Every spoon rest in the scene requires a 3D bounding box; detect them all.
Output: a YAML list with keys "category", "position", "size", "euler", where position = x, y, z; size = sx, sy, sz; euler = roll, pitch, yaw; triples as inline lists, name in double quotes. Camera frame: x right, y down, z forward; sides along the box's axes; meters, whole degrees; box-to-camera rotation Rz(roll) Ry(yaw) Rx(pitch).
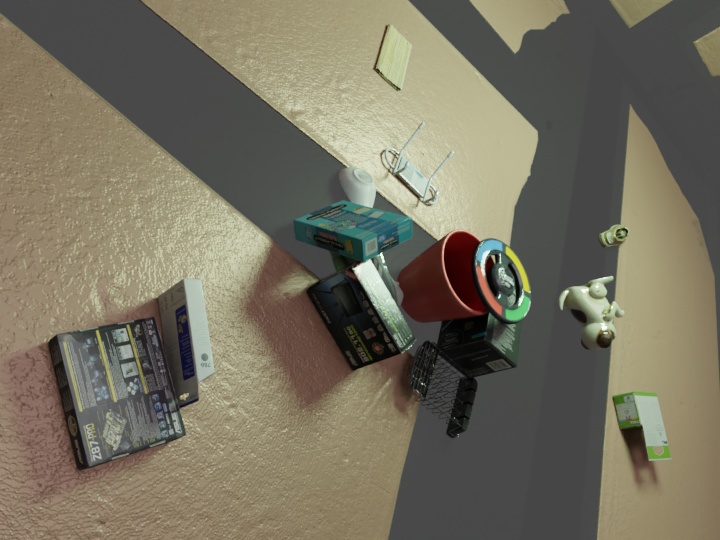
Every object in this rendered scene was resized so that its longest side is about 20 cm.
- category: "spoon rest"
  position: [0.009, -0.163, 1.503]
  size: [0.099, 0.061, 0.201]
  euler: [5, 44, -35]

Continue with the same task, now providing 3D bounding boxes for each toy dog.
- category: "toy dog"
  position: [0.699, 0.136, 1.968]
  size: [0.192, 0.139, 0.202]
  euler: [-9, 77, -31]

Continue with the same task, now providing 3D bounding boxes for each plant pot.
- category: "plant pot"
  position: [0.191, 0.029, 1.513]
  size: [0.199, 0.177, 0.202]
  euler: [19, 59, -35]

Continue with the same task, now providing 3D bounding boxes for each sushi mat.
- category: "sushi mat"
  position: [0.094, -0.592, 1.824]
  size: [0.095, 0.012, 0.201]
  euler: [34, 51, -28]

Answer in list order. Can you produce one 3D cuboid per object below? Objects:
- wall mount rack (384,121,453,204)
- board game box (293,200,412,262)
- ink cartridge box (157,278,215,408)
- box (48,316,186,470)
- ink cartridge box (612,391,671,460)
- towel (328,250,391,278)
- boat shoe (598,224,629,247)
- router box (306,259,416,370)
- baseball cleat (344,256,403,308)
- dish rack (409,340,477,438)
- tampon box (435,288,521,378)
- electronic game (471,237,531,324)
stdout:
- category: "wall mount rack"
  position: [0.159, -0.274, 1.694]
  size: [0.200, 0.074, 0.175]
  euler: [40, 49, -24]
- category: "board game box"
  position: [-0.016, -0.085, 1.353]
  size: [0.150, 0.199, 0.047]
  euler: [-26, 123, -40]
- category: "ink cartridge box"
  position: [-0.286, 0.123, 1.082]
  size: [0.039, 0.099, 0.202]
  euler: [4, 69, -43]
- category: "box"
  position: [-0.371, 0.183, 1.012]
  size: [0.160, 0.049, 0.202]
  euler: [-10, 78, -47]
- category: "ink cartridge box"
  position: [0.858, 0.477, 2.002]
  size: [0.147, 0.075, 0.202]
  euler: [12, 65, -40]
- category: "towel"
  position: [0.000, 0.000, 1.461]
  size: [0.148, 0.031, 0.202]
  euler: [-16, 85, -43]
- category: "boat shoe"
  position: [0.921, -0.127, 2.334]
  size: [0.199, 0.076, 0.072]
  euler: [-24, 88, -46]
- category: "router box"
  position: [0.000, 0.089, 1.326]
  size: [0.062, 0.149, 0.201]
  euler: [-34, 95, -46]
- category: "baseball cleat"
  position: [0.018, 0.020, 1.400]
  size: [0.200, 0.070, 0.107]
  euler: [46, 49, -18]
- category: "dish rack"
  position: [0.182, 0.263, 1.488]
  size: [0.200, 0.054, 0.154]
  euler: [40, 47, -20]
- category: "tampon box"
  position: [0.289, 0.130, 1.573]
  size: [0.126, 0.149, 0.201]
  euler: [39, 49, -27]
- category: "electronic game"
  position: [0.318, 0.022, 1.477]
  size: [0.199, 0.041, 0.202]
  euler: [20, 59, -37]
